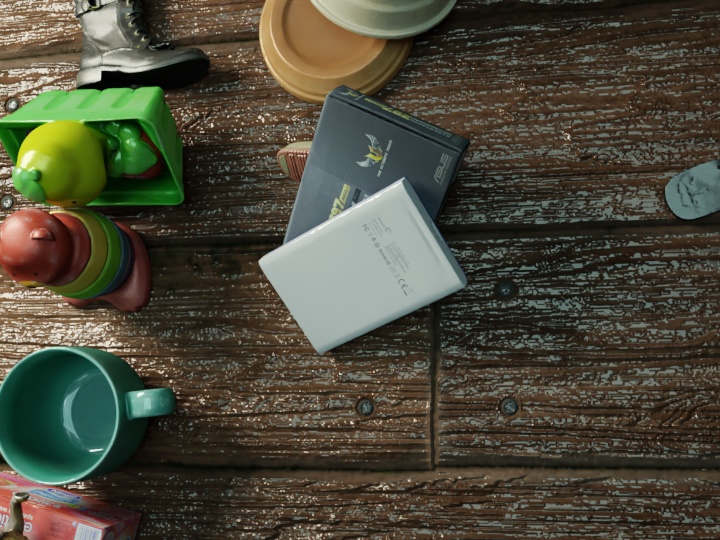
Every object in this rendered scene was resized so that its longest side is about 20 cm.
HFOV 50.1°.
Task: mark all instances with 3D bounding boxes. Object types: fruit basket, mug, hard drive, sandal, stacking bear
[{"bbox_3d":[-0.320,-0.123,0.894,0.214,0.156,0.217,-5,48,5],"label":"fruit basket"},{"bbox_3d":[-0.312,0.173,0.895,0.184,0.114,0.153,25,86,11],"label":"mug"},{"bbox_3d":[0.000,0.000,0.851,0.199,0.025,0.132,-27,103,27],"label":"hard drive"},{"bbox_3d":[0.434,-0.111,0.840,0.199,0.045,0.075,-24,79,6],"label":"sandal"},{"bbox_3d":[-0.335,-0.018,0.880,0.121,0.200,0.115,6,85,11],"label":"stacking bear"}]

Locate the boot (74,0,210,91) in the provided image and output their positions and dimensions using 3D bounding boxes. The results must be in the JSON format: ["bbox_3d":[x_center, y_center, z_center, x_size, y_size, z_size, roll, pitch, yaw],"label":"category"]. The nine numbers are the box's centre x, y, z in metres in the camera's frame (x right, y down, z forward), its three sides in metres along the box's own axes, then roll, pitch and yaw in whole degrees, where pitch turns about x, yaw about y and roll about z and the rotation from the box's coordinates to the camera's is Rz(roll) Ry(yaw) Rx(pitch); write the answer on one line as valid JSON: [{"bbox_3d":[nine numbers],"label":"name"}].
[{"bbox_3d":[-0.290,-0.321,0.983,0.199,0.069,0.175,-5,82,11],"label":"boot"}]

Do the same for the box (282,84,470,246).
[{"bbox_3d":[0.012,-0.081,0.855,0.157,0.051,0.201,26,119,9],"label":"box"}]

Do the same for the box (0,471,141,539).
[{"bbox_3d":[-0.374,0.313,0.896,0.199,0.095,0.103,11,84,11],"label":"box"}]

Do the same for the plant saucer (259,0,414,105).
[{"bbox_3d":[-0.032,-0.306,0.953,0.199,0.037,0.202,-1,83,9],"label":"plant saucer"}]

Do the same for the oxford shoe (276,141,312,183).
[{"bbox_3d":[-0.001,-0.131,0.919,0.199,0.071,0.074,10,55,14],"label":"oxford shoe"}]

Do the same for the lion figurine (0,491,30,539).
[{"bbox_3d":[-0.422,0.295,0.831,0.199,0.072,0.123,10,98,25],"label":"lion figurine"}]

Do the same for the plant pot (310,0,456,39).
[{"bbox_3d":[0.034,-0.397,0.850,0.199,0.184,0.202,2,68,-5],"label":"plant pot"}]
